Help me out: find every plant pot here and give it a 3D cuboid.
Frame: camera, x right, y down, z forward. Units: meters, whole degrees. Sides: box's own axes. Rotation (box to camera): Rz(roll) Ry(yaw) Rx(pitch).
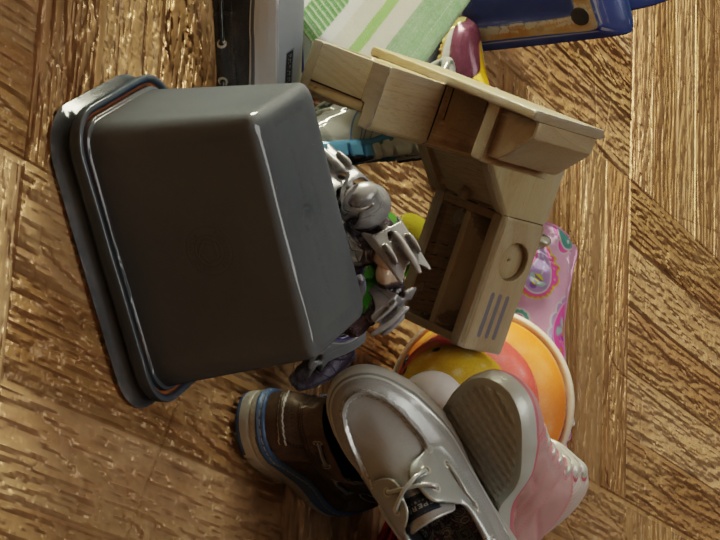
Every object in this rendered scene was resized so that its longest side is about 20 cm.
[{"bbox_3d":[0.153,-0.294,1.817,0.180,0.200,0.200,-47,126,-47],"label":"plant pot"}]

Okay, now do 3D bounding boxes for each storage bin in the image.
[{"bbox_3d":[-0.082,-0.028,1.357,0.146,0.134,0.200,-40,121,-58],"label":"storage bin"}]

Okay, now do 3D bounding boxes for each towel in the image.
[{"bbox_3d":[-0.013,-0.230,1.531,0.200,0.023,0.153,46,61,-18],"label":"towel"}]

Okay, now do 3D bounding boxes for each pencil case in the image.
[{"bbox_3d":[0.139,0.061,1.826,0.087,0.087,0.200,36,52,-56],"label":"pencil case"}]

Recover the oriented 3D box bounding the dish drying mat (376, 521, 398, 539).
[{"bbox_3d":[0.091,0.221,1.628,0.200,0.018,0.077,37,70,-36],"label":"dish drying mat"}]

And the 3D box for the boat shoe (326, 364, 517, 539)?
[{"bbox_3d":[0.044,0.153,1.435,0.200,0.072,0.069,61,9,-10],"label":"boat shoe"}]

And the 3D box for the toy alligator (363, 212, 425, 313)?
[{"bbox_3d":[0.000,0.000,1.609,0.054,0.059,0.200,38,37,5],"label":"toy alligator"}]

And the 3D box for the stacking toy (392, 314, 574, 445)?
[{"bbox_3d":[0.072,0.095,1.582,0.200,0.146,0.147,17,69,-76],"label":"stacking toy"}]

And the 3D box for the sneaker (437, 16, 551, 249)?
[{"bbox_3d":[0.114,-0.110,1.787,0.075,0.090,0.201,-45,131,-72],"label":"sneaker"}]

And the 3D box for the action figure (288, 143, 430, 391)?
[{"bbox_3d":[-0.014,-0.002,1.438,0.130,0.069,0.200,62,-21,24],"label":"action figure"}]

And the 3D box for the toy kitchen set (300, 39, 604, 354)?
[{"bbox_3d":[0.063,-0.038,1.472,0.200,0.163,0.181,12,99,-45],"label":"toy kitchen set"}]

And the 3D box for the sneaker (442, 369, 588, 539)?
[{"bbox_3d":[0.110,0.127,1.510,0.105,0.075,0.201,-35,144,-34],"label":"sneaker"}]

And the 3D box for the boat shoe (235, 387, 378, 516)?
[{"bbox_3d":[-0.010,0.131,1.532,0.200,0.072,0.072,27,61,-59],"label":"boat shoe"}]

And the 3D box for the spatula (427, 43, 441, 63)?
[{"bbox_3d":[0.036,-0.147,1.716,0.021,0.057,0.200,42,26,-1],"label":"spatula"}]

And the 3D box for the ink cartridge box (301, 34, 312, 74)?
[{"bbox_3d":[-0.042,-0.233,1.580,0.200,0.041,0.200,-1,85,-63],"label":"ink cartridge box"}]

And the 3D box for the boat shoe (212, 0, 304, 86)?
[{"bbox_3d":[-0.081,-0.114,1.449,0.070,0.066,0.200,-45,143,-62],"label":"boat shoe"}]

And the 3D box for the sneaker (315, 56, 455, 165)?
[{"bbox_3d":[-0.002,-0.117,1.565,0.200,0.075,0.087,-11,91,-41],"label":"sneaker"}]
